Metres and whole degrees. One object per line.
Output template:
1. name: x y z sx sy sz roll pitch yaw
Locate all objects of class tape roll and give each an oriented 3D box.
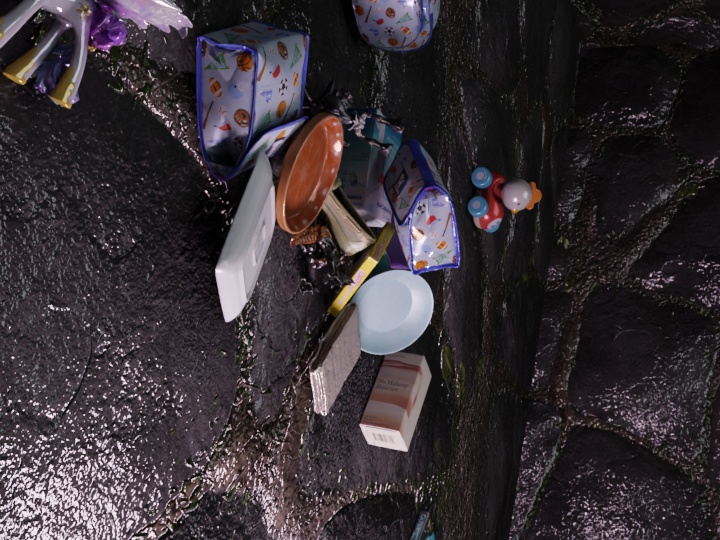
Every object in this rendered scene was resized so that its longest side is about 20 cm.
1. tape roll: 0.105 -0.106 1.802 0.199 0.064 0.205 -20 112 -63

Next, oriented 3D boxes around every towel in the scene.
1. towel: -0.048 0.172 1.532 0.201 0.034 0.135 -56 150 -47

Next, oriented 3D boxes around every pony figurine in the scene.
1. pony figurine: -0.301 -0.282 0.826 0.193 0.165 0.203 37 76 -52

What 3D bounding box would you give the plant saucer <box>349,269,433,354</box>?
1. plant saucer: 0.057 0.081 1.647 0.039 0.197 0.204 -123 -163 -57

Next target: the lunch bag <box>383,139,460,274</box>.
1. lunch bag: 0.116 -0.125 1.495 0.172 0.121 0.203 -107 -174 -48

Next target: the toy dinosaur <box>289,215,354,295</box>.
1. toy dinosaur: -0.080 -0.034 1.414 0.198 0.101 0.139 3 75 -47

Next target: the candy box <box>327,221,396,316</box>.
1. candy box: 0.000 0.000 1.493 0.200 0.026 0.103 -53 -175 48

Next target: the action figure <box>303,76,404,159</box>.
1. action figure: -0.026 -0.274 1.436 0.121 0.197 0.102 -70 -163 -1

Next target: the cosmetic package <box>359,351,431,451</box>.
1. cosmetic package: 0.082 0.291 1.765 0.088 0.101 0.202 68 34 -44

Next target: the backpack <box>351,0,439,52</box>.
1. backpack: 0.073 -0.525 1.543 0.191 0.196 0.156 66 41 -56

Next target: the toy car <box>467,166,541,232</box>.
1. toy car: 0.447 -0.212 2.369 0.184 0.196 0.181 31 65 -62

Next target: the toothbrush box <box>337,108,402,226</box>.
1. toothbrush box: 0.011 -0.202 1.559 0.146 0.084 0.204 26 72 -64

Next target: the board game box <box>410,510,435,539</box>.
1. board game box: 0.150 0.762 2.066 0.201 0.028 0.137 -59 145 -45

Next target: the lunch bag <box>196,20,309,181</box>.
1. lunch bag: -0.157 -0.247 1.156 0.170 0.122 0.204 -42 146 -57

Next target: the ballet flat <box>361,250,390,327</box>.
1. ballet flat: 0.035 0.025 1.681 0.076 0.066 0.204 -76 165 -60

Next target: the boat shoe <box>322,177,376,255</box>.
1. boat shoe: -0.041 -0.129 1.413 0.204 0.062 0.073 64 21 -3

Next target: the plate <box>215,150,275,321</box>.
1. plate: -0.164 -0.043 1.171 0.201 0.032 0.203 100 6 -64

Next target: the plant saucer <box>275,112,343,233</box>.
1. plant saucer: -0.087 -0.160 1.276 0.202 0.032 0.202 -58 161 -32

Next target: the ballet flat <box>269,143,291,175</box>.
1. ballet flat: -0.129 -0.253 1.281 0.066 0.056 0.204 -42 130 -56
